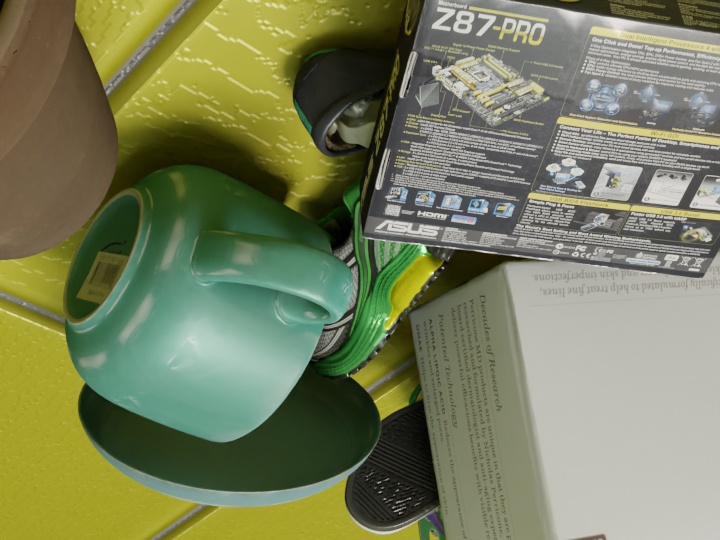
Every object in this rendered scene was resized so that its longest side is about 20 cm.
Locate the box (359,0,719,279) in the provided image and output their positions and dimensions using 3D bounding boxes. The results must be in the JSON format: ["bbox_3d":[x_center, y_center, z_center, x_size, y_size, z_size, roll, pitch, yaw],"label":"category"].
[{"bbox_3d":[0.110,-0.074,0.603,0.199,0.049,0.162,6,137,-8],"label":"box"}]

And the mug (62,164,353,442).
[{"bbox_3d":[-0.097,0.004,0.699,0.114,0.152,0.185,27,123,-31],"label":"mug"}]

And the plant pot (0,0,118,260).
[{"bbox_3d":[-0.206,-0.085,0.570,0.199,0.201,0.175,-14,156,9],"label":"plant pot"}]

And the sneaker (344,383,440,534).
[{"bbox_3d":[0.055,0.123,0.860,0.084,0.200,0.121,37,153,15],"label":"sneaker"}]

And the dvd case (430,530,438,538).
[{"bbox_3d":[0.181,0.255,1.128,0.150,0.025,0.200,-27,135,23],"label":"dvd case"}]

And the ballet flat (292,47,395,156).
[{"bbox_3d":[0.062,-0.096,0.663,0.199,0.073,0.073,-6,140,0],"label":"ballet flat"}]

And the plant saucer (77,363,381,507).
[{"bbox_3d":[-0.087,0.101,0.782,0.199,0.200,0.028,4,112,-11],"label":"plant saucer"}]

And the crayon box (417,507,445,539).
[{"bbox_3d":[0.143,0.257,1.010,0.199,0.126,0.052,23,132,-30],"label":"crayon box"}]

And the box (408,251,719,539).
[{"bbox_3d":[0.157,0.100,0.757,0.198,0.201,0.131,-2,166,-26],"label":"box"}]

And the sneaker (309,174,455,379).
[{"bbox_3d":[0.000,0.000,0.781,0.085,0.078,0.200,35,139,1],"label":"sneaker"}]
